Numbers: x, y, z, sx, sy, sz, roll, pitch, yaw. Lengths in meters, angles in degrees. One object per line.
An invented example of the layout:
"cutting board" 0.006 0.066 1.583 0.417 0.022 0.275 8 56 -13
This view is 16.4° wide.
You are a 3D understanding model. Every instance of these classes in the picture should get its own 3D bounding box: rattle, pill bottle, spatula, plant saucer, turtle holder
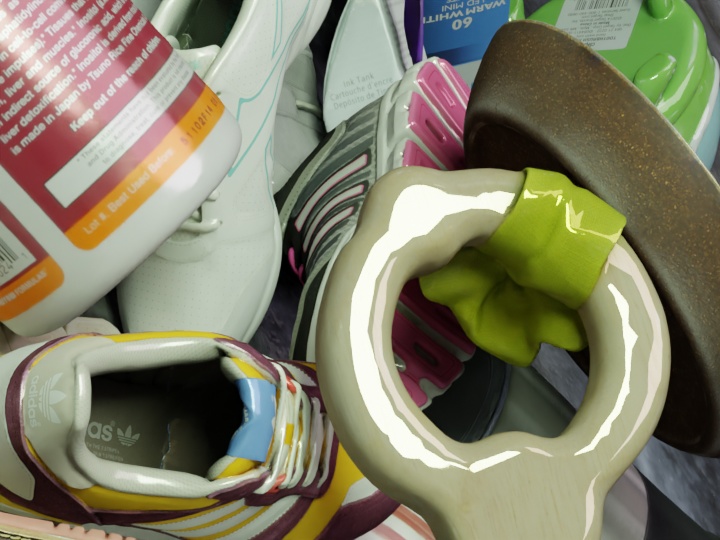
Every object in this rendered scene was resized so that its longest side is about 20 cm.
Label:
"rattle" 0.031 0.071 0.889 0.130 0.143 0.201 6 76 -30
"pill bottle" -0.145 -0.083 0.882 0.200 0.113 0.113 48 26 -12
"spatula" 0.042 -0.066 1.126 0.057 0.020 0.201 -101 174 -64
"plant saucer" 0.098 -0.003 0.965 0.200 0.034 0.200 53 -13 18
"turtle holder" 0.144 -0.074 1.418 0.186 0.141 0.132 -106 171 -49

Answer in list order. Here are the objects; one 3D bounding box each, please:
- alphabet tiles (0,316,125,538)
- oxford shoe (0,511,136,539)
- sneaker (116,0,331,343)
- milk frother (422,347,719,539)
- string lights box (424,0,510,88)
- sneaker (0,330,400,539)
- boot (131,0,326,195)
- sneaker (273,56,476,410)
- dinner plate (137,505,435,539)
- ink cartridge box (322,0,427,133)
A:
"alphabet tiles" -0.128 0.057 0.885 0.200 0.015 0.196 8 55 -61
"oxford shoe" -0.107 0.114 0.752 0.199 0.071 0.074 24 45 -7
"sneaker" -0.066 -0.054 0.977 0.080 0.070 0.201 4 97 -72
"milk frother" 0.103 0.118 1.042 0.188 0.200 0.181 43 33 -32
"string lights box" 0.036 -0.187 1.289 0.200 0.059 0.103 90 -18 -54
"sneaker" -0.042 0.061 0.858 0.200 0.090 0.075 4 78 -40
"boot" -0.067 -0.063 1.072 0.200 0.073 0.096 -4 71 -60
"sneaker" 0.000 0.000 1.031 0.074 0.087 0.200 41 39 -24
"dinner plate" -0.009 0.155 0.920 0.200 0.024 0.201 19 53 -27
"ink cartridge box" 0.002 -0.109 1.182 0.163 0.057 0.201 -55 125 -81
